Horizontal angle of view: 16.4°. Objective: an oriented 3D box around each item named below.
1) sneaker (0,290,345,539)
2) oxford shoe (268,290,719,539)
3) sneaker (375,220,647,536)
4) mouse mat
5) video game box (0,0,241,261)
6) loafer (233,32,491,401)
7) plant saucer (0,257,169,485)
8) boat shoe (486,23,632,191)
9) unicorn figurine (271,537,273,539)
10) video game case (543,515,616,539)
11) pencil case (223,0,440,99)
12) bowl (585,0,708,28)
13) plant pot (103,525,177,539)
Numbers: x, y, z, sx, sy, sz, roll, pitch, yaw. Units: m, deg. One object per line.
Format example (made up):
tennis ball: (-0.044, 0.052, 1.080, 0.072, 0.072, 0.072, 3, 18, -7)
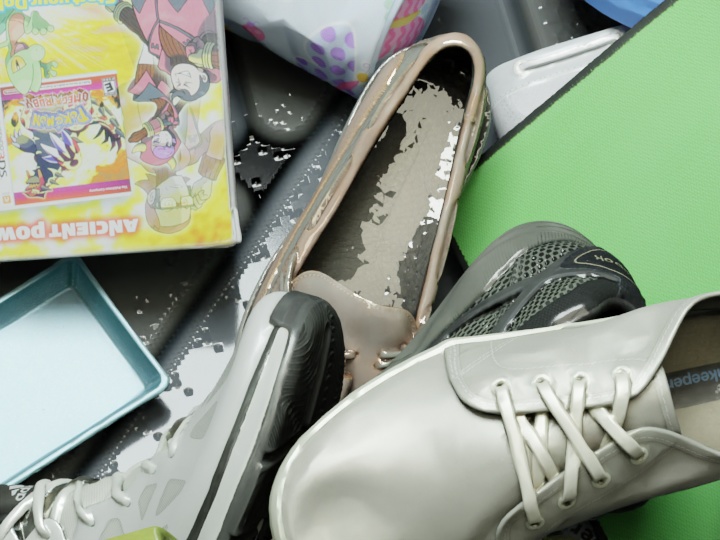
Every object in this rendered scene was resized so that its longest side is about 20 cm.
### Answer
sneaker: (-0.087, 0.083, 0.880, 0.115, 0.076, 0.201, 27, 105, 15)
oxford shoe: (0.066, 0.051, 0.806, 0.199, 0.058, 0.076, -16, 90, -6)
sneaker: (0.035, 0.077, 0.886, 0.076, 0.114, 0.200, 40, 90, -20)
mouse mat: (0.121, 0.004, 0.929, 0.161, 0.008, 0.201, -39, 58, 23)
video game box: (-0.150, -0.094, 0.966, 0.199, 0.047, 0.183, -3, 93, 0)
loafer: (0.000, 0.000, 0.951, 0.072, 0.063, 0.201, 21, 77, -3)
plant saucer: (-0.173, 0.073, 0.952, 0.200, 0.019, 0.070, -33, 70, -18)
boat shoe: (0.146, -0.091, 1.023, 0.199, 0.072, 0.069, -24, 70, -3)
unicorn figurine: (-0.007, 0.174, 0.870, 0.137, 0.074, 0.201, 4, 93, 4)
video game case: (0.172, 0.082, 0.964, 0.200, 0.023, 0.182, 31, 67, 10)
pencil case: (-0.057, -0.149, 1.026, 0.199, 0.083, 0.091, 29, 82, 9)
bowl: (0.172, -0.162, 1.026, 0.200, 0.039, 0.201, -3, 41, 3)
plant pot: (-0.117, 0.176, 0.786, 0.200, 0.187, 0.187, -37, 71, -1)
